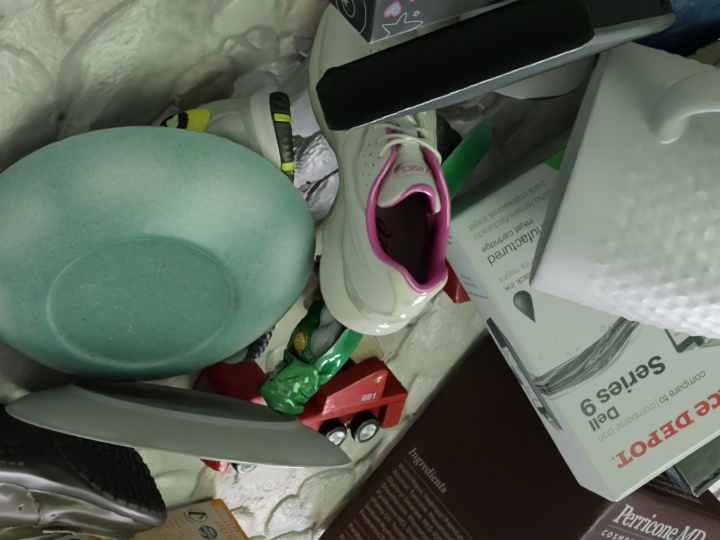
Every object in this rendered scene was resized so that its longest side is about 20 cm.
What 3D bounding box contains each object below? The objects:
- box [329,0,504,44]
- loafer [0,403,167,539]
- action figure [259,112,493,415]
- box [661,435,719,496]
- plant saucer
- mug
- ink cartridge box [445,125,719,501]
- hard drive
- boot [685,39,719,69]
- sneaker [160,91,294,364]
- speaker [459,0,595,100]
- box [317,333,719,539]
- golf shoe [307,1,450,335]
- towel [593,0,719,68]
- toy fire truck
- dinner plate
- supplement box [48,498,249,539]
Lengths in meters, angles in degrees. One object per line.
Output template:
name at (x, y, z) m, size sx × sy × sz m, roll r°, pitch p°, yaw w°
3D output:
box at (0.009, -0.218, 1.160) m, size 0.132 × 0.200 × 0.115 m, roll -20°, pitch 138°, yaw -25°
loafer at (-0.198, 0.123, 1.443) m, size 0.071 × 0.073 × 0.200 m, roll -43°, pitch 140°, yaw 21°
action figure at (0.000, 0.000, 1.423) m, size 0.200 × 0.055 × 0.118 m, roll -59°, pitch -177°, yaw -23°
box at (0.212, 0.014, 1.583) m, size 0.164 × 0.086 × 0.200 m, roll -37°, pitch 101°, yaw -5°
plant saucer at (-0.121, 0.006, 1.342) m, size 0.200 × 0.039 × 0.201 m, roll -6°, pitch 138°, yaw -5°
mug at (0.202, -0.046, 1.335) m, size 0.200 × 0.175 × 0.148 m, roll 106°, pitch 2°, yaw -62°
ink cartridge box at (0.155, 0.017, 1.484) m, size 0.146 × 0.200 × 0.084 m, roll -32°, pitch -173°, yaw -6°
hard drive at (0.072, -0.112, 1.234) m, size 0.139 × 0.033 × 0.200 m, roll -18°, pitch -179°, yaw 20°
boot at (0.272, -0.054, 1.491) m, size 0.182 × 0.200 × 0.073 m, roll -30°, pitch 173°, yaw -41°
sneaker at (-0.081, -0.026, 1.401) m, size 0.076 × 0.076 × 0.200 m, roll 0°, pitch 134°, yaw -6°
speaker at (0.102, -0.194, 1.332) m, size 0.081 × 0.081 × 0.200 m, roll -20°, pitch 138°, yaw -26°
box at (0.115, 0.183, 1.690) m, size 0.200 × 0.164 × 0.166 m, roll -51°, pitch 142°, yaw 13°
golf shoe at (0.020, -0.068, 1.341) m, size 0.075 × 0.201 × 0.091 m, roll -2°, pitch 173°, yaw -23°
towel at (0.229, -0.185, 1.496) m, size 0.200 × 0.049 × 0.112 m, roll -31°, pitch 160°, yaw -12°
toy fire truck at (-0.010, 0.045, 1.538) m, size 0.200 × 0.049 × 0.141 m, roll -12°, pitch 134°, yaw -32°
dinner plate at (-0.102, 0.085, 1.393) m, size 0.200 × 0.200 × 0.024 m, roll 6°, pitch 94°, yaw -45°
supplement box at (-0.147, 0.227, 1.536) m, size 0.200 × 0.126 × 0.074 m, roll -11°, pitch 135°, yaw -35°
